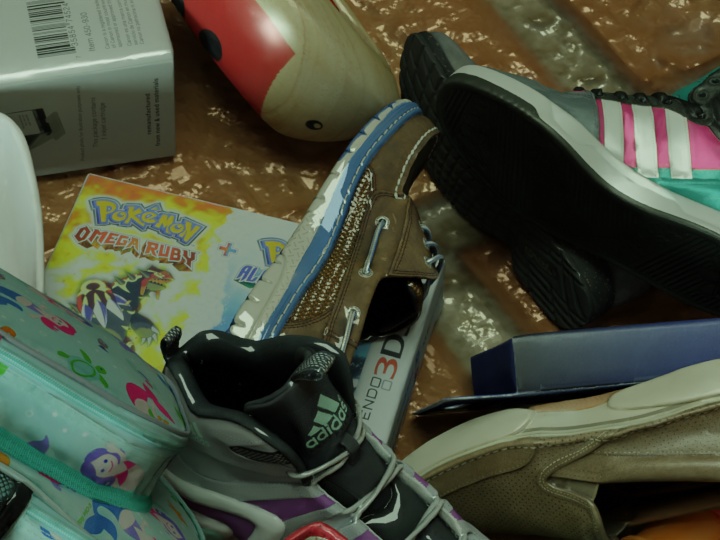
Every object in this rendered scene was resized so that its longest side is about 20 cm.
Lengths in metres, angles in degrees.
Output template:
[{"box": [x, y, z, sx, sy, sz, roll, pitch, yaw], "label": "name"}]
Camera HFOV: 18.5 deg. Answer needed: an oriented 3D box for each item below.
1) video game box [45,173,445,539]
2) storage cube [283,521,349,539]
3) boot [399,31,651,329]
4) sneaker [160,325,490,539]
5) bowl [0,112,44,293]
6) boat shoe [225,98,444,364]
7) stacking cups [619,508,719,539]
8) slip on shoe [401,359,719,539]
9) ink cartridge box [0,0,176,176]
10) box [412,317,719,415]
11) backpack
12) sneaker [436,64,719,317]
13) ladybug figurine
[{"box": [-0.073, 0.049, 1.114, 0.199, 0.047, 0.183, 13, 50, 7], "label": "video game box"}, {"box": [-0.019, 0.244, 0.875, 0.200, 0.180, 0.171, 38, 59, 25], "label": "storage cube"}, {"box": [0.118, -0.064, 1.211, 0.131, 0.070, 0.200, -24, 67, -24], "label": "boot"}, {"box": [-0.009, 0.087, 0.968, 0.200, 0.140, 0.078, 22, 49, 13], "label": "sneaker"}, {"box": [-0.255, 0.006, 1.078, 0.199, 0.075, 0.200, -2, 44, -11], "label": "bowl"}, {"box": [0.000, 0.000, 1.092, 0.072, 0.072, 0.200, 28, 57, 5], "label": "boat shoe"}, {"box": [0.121, 0.155, 1.036, 0.060, 0.061, 0.200, 37, 55, 24], "label": "stacking cups"}, {"box": [0.103, 0.100, 1.034, 0.199, 0.076, 0.061, -16, 59, 14], "label": "slip on shoe"}, {"box": [-0.212, -0.125, 1.219, 0.199, 0.083, 0.147, -9, 51, -11], "label": "ink cartridge box"}, {"box": [0.129, 0.046, 1.083, 0.199, 0.121, 0.033, -6, 84, -7], "label": "box"}, {"box": [-0.151, 0.087, 0.918, 0.200, 0.178, 0.151, 41, 92, -13], "label": "backpack"}, {"box": [0.148, -0.071, 1.131, 0.200, 0.084, 0.121, 32, 54, 9], "label": "sneaker"}, {"box": [-0.056, -0.148, 1.226, 0.072, 0.136, 0.200, -38, 73, 8], "label": "ladybug figurine"}]
